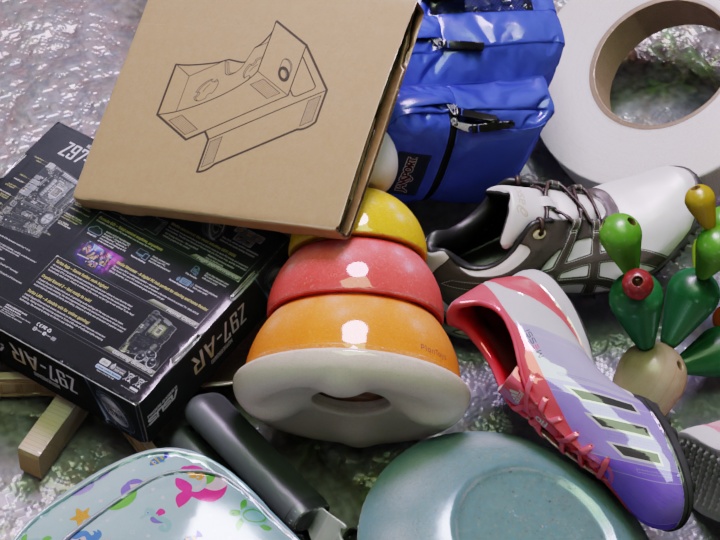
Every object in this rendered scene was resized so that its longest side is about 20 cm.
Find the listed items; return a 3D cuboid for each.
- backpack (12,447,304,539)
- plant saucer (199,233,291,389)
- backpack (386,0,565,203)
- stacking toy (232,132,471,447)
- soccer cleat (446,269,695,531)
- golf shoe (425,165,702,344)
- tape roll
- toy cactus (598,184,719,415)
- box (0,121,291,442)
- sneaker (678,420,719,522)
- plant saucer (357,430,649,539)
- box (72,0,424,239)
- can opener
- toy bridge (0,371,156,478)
[{"bbox_3d":[-0.105,0.198,1.160,0.177,0.151,0.200,-33,55,-21],"label":"backpack"},{"bbox_3d":[-0.102,0.005,1.383,0.200,0.035,0.200,1,52,-2],"label":"plant saucer"},{"bbox_3d":[0.024,-0.133,1.398,0.200,0.163,0.168,1,49,-16],"label":"backpack"},{"bbox_3d":[0.000,0.000,1.292,0.146,0.146,0.200,4,68,1],"label":"stacking toy"},{"bbox_3d":[0.127,0.084,1.262,0.073,0.068,0.200,-13,55,-34],"label":"soccer cleat"},{"bbox_3d":[0.133,-0.025,1.349,0.200,0.095,0.078,-27,48,-2],"label":"golf shoe"},{"bbox_3d":[0.217,-0.138,1.452,0.203,0.037,0.203,-12,60,22],"label":"tape roll"},{"bbox_3d":[0.211,0.039,1.313,0.102,0.200,0.165,28,90,40],"label":"toy cactus"},{"bbox_3d":[-0.168,0.003,1.328,0.200,0.044,0.160,26,57,24],"label":"box"},{"bbox_3d":[0.271,0.130,1.226,0.105,0.075,0.200,-9,14,-12],"label":"sneaker"},{"bbox_3d":[0.098,0.169,1.221,0.201,0.039,0.201,11,48,-13],"label":"plant saucer"},{"bbox_3d":[-0.072,-0.105,1.306,0.200,0.021,0.164,7,69,30],"label":"box"},{"bbox_3d":[-0.037,0.151,1.264,0.200,0.053,0.066,40,28,24],"label":"can opener"},{"bbox_3d":[-0.193,0.099,1.306,0.200,0.027,0.067,22,53,15],"label":"toy bridge"}]
